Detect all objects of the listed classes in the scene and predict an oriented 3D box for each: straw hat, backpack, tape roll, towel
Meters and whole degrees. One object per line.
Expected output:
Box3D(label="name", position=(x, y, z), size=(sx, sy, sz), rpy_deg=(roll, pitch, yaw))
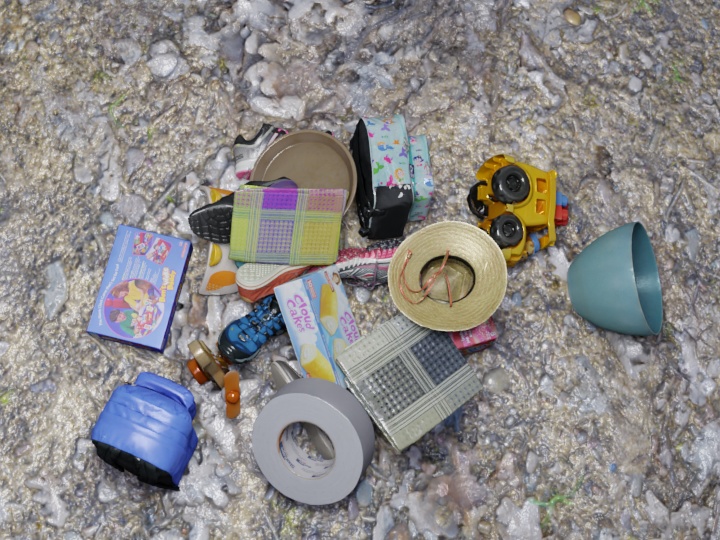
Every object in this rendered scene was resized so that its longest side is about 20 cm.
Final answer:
Box3D(label="straw hat", position=(0.146, 0.019, 1.606), size=(0.198, 0.085, 0.204), rpy_deg=(-1, 74, 3))
Box3D(label="backpack", position=(-0.349, 0.253, 1.542), size=(0.161, 0.200, 0.170), rpy_deg=(18, 74, 1))
Box3D(label="tape roll", position=(-0.078, 0.283, 1.569), size=(0.198, 0.066, 0.203), rpy_deg=(6, 109, 17))
Box3D(label="towel", position=(0.079, 0.173, 1.581), size=(0.199, 0.035, 0.193), rpy_deg=(-31, 80, -22))
Box3D(label="backpack", position=(0.051, -0.179, 1.709), size=(0.149, 0.178, 0.202), rpy_deg=(-10, 65, -10))
Box3D(label="towel", position=(-0.121, -0.075, 1.601), size=(0.197, 0.023, 0.145), rpy_deg=(0, 119, -18))

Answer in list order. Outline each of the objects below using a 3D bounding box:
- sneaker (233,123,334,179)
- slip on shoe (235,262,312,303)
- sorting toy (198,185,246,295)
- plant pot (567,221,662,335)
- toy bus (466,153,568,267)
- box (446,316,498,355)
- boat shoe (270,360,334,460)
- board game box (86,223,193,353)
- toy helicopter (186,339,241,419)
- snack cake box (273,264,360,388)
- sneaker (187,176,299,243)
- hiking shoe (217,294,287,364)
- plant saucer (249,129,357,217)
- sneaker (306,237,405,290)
Box3D(label="sneaker", position=(-0.147, -0.238, 1.759), size=(0.198, 0.074, 0.088), rpy_deg=(-18, 83, -5))
Box3D(label="slip on shoe", position=(-0.140, -0.003, 1.667), size=(0.074, 0.062, 0.199), rpy_deg=(35, 45, 27))
Box3D(label="sorting toy", position=(-0.195, -0.062, 1.710), size=(0.178, 0.107, 0.203), rpy_deg=(4, 74, -24))
Box3D(label="plant pot", position=(0.448, 0.023, 1.697), size=(0.133, 0.199, 0.203), rpy_deg=(-10, 72, 29))
Box3D(label="toy bus", position=(0.301, -0.093, 1.742), size=(0.190, 0.136, 0.203), rpy_deg=(10, 76, -19))
Box3D(label="box", position=(0.167, 0.047, 1.695), size=(0.094, 0.100, 0.202), rpy_deg=(-14, 76, -7))
Box3D(label="boat shoe", position=(-0.085, 0.236, 1.646), size=(0.057, 0.067, 0.201), rpy_deg=(-30, 84, -32))
Box3D(label="board game box", position=(-0.388, 0.032, 1.679), size=(0.133, 0.045, 0.202), rpy_deg=(14, 74, -1))
Box3D(label="toy helicopter", position=(-0.243, 0.168, 1.574), size=(0.078, 0.200, 0.133), rpy_deg=(-33, 69, -6))
Box3D(label="snack cake box", position=(-0.063, 0.103, 1.623), size=(0.067, 0.115, 0.202), rpy_deg=(-17, 94, 34))
Box3D(label="sneaker", position=(-0.199, -0.109, 1.630), size=(0.197, 0.076, 0.088), rpy_deg=(-12, 39, -9))
Box3D(label="hiking shoe", position=(-0.171, 0.085, 1.613), size=(0.074, 0.087, 0.200), rpy_deg=(40, 33, 7))
Box3D(label="plant saucer", position=(-0.100, -0.151, 1.681), size=(0.197, 0.029, 0.203), rpy_deg=(-3, 75, 11))
Box3D(label="sneaker", position=(0.000, 0.000, 1.709), size=(0.197, 0.081, 0.076), rpy_deg=(-11, 106, 0))
